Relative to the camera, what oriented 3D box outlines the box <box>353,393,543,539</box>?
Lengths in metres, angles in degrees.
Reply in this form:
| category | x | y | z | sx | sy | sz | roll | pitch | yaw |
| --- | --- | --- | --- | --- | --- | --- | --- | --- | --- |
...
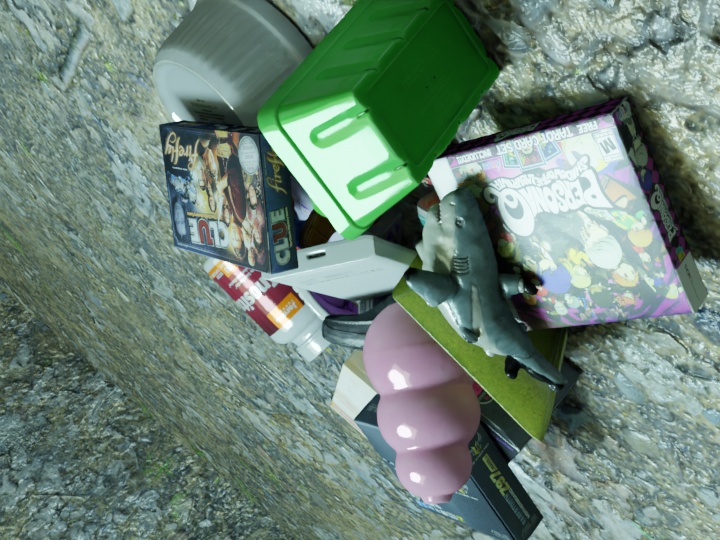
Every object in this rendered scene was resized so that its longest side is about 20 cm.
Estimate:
| category | x | y | z | sx | sy | sz | roll | pitch | yaw |
| --- | --- | --- | --- | --- | --- | --- | --- | --- | --- |
| box | 0.098 | 0.226 | 1.253 | 0.199 | 0.051 | 0.158 | 6 | 136 | 56 |

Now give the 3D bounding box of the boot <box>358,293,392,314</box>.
| category | x | y | z | sx | sy | sz | roll | pitch | yaw |
| --- | --- | --- | --- | --- | --- | --- | --- | --- | --- |
| boot | 0.081 | 0.082 | 1.330 | 0.089 | 0.074 | 0.200 | -10 | 151 | 27 |

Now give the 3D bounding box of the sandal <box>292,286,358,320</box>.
| category | x | y | z | sx | sy | sz | roll | pitch | yaw |
| --- | --- | --- | --- | --- | --- | --- | --- | --- | --- |
| sandal | -0.052 | 0.000 | 1.304 | 0.050 | 0.083 | 0.203 | -40 | 96 | 25 |

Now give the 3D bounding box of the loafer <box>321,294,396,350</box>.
| category | x | y | z | sx | sy | sz | roll | pitch | yaw |
| --- | --- | --- | --- | --- | --- | --- | --- | --- | --- |
| loafer | 0.050 | 0.052 | 1.217 | 0.198 | 0.068 | 0.071 | -2 | 100 | 21 |

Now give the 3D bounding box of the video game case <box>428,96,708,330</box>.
| category | x | y | z | sx | sy | sz | roll | pitch | yaw |
| --- | --- | --- | --- | --- | --- | --- | --- | --- | --- |
| video game case | 0.168 | -0.038 | 0.918 | 0.199 | 0.036 | 0.183 | -9 | 115 | 45 |

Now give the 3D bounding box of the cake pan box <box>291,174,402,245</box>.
| category | x | y | z | sx | sy | sz | roll | pitch | yaw |
| --- | --- | --- | --- | --- | --- | --- | --- | --- | --- |
| cake pan box | -0.039 | -0.059 | 1.314 | 0.199 | 0.052 | 0.185 | 35 | 154 | 20 |

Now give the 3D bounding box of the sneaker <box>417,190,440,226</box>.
| category | x | y | z | sx | sy | sz | roll | pitch | yaw |
| --- | --- | --- | --- | --- | --- | --- | --- | --- | --- |
| sneaker | 0.135 | -0.019 | 1.039 | 0.199 | 0.071 | 0.081 | 23 | 133 | 39 |

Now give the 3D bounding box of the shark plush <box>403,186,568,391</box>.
| category | x | y | z | sx | sy | sz | roll | pitch | yaw |
| --- | --- | --- | --- | --- | --- | --- | --- | --- | --- |
| shark plush | 0.115 | 0.029 | 0.944 | 0.201 | 0.083 | 0.091 | 56 | -160 | 0 |

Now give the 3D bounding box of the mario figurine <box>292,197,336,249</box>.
| category | x | y | z | sx | sy | sz | roll | pitch | yaw |
| --- | --- | --- | --- | --- | --- | --- | --- | --- | --- |
| mario figurine | -0.100 | -0.070 | 1.197 | 0.124 | 0.106 | 0.199 | 57 | 158 | -17 |

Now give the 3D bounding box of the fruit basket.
| category | x | y | z | sx | sy | sz | roll | pitch | yaw |
| --- | --- | --- | --- | --- | --- | --- | --- | --- | --- |
| fruit basket | -0.001 | -0.125 | 0.933 | 0.156 | 0.216 | 0.215 | 52 | 156 | -20 |

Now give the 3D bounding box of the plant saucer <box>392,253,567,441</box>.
| category | x | y | z | sx | sy | sz | roll | pitch | yaw |
| --- | --- | --- | --- | --- | --- | --- | --- | --- | --- |
| plant saucer | 0.137 | 0.046 | 1.087 | 0.200 | 0.200 | 0.048 | 45 | 114 | -3 |

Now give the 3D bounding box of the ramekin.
| category | x | y | z | sx | sy | sz | roll | pitch | yaw |
| --- | --- | --- | --- | --- | --- | --- | --- | --- | --- |
| ramekin | -0.130 | -0.191 | 1.165 | 0.199 | 0.105 | 0.201 | 36 | 156 | 18 |

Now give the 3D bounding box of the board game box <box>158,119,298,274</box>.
| category | x | y | z | sx | sy | sz | roll | pitch | yaw |
| --- | --- | --- | --- | --- | --- | --- | --- | --- | --- |
| board game box | -0.137 | -0.079 | 1.109 | 0.199 | 0.034 | 0.137 | 13 | 113 | 51 |

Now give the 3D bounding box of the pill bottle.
| category | x | y | z | sx | sy | sz | roll | pitch | yaw |
| --- | --- | --- | --- | --- | --- | --- | --- | --- | --- |
| pill bottle | -0.111 | 0.025 | 1.500 | 0.200 | 0.113 | 0.113 | 45 | 158 | -4 |

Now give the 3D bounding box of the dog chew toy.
| category | x | y | z | sx | sy | sz | roll | pitch | yaw |
| --- | --- | --- | --- | --- | --- | --- | --- | --- | --- |
| dog chew toy | 0.068 | 0.134 | 1.108 | 0.124 | 0.123 | 0.203 | 146 | 121 | -67 |

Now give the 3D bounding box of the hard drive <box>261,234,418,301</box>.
| category | x | y | z | sx | sy | sz | roll | pitch | yaw |
| --- | --- | --- | --- | --- | --- | --- | --- | --- | --- |
| hard drive | 0.000 | 0.000 | 1.168 | 0.130 | 0.027 | 0.199 | -12 | 167 | 25 |

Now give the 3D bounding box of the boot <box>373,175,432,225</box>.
| category | x | y | z | sx | sy | sz | roll | pitch | yaw |
| --- | --- | --- | --- | --- | --- | --- | --- | --- | --- |
| boot | 0.034 | -0.095 | 1.104 | 0.143 | 0.072 | 0.201 | 31 | 151 | 26 |

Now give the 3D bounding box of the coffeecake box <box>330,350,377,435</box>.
| category | x | y | z | sx | sy | sz | roll | pitch | yaw |
| --- | --- | --- | --- | --- | --- | --- | --- | --- | --- |
| coffeecake box | 0.042 | 0.192 | 1.582 | 0.153 | 0.073 | 0.200 | 39 | 157 | 10 |

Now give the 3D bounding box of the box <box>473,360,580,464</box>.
| category | x | y | z | sx | sy | sz | roll | pitch | yaw |
| --- | --- | --- | --- | --- | --- | --- | --- | --- | --- |
| box | 0.156 | 0.160 | 1.267 | 0.106 | 0.122 | 0.200 | 40 | 157 | 10 |
